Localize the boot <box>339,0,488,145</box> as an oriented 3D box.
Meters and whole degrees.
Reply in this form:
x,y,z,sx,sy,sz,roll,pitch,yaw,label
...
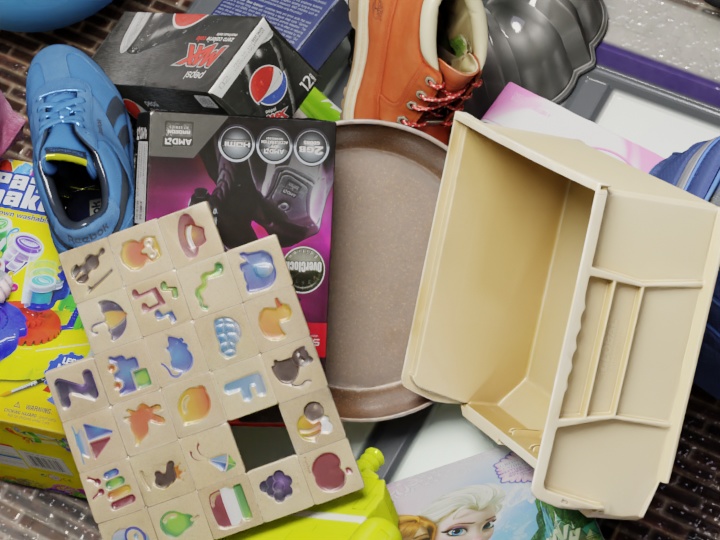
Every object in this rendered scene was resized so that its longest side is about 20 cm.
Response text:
x,y,z,sx,sy,sz,roll,pitch,yaw,label
0.041,-0.121,1.403,0.075,0.201,0.107,-16,28,-28,boot

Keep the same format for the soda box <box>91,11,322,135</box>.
x,y,z,sx,sy,sz,roll,pitch,yaw,label
-0.116,-0.134,1.420,0.200,0.063,0.071,12,63,55,soda box

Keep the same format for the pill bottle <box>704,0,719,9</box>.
x,y,z,sx,sy,sz,roll,pitch,yaw,label
0.310,-0.220,1.457,0.200,0.106,0.106,29,71,24,pill bottle

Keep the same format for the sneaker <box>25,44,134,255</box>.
x,y,z,sx,sy,sz,roll,pitch,yaw,label
-0.189,-0.086,1.364,0.066,0.078,0.200,-18,57,2,sneaker

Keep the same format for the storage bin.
x,y,z,sx,sy,sz,roll,pitch,yaw,label
0.117,0.025,1.253,0.093,0.199,0.200,6,13,-24,storage bin

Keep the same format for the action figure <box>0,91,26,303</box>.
x,y,z,sx,sy,sz,roll,pitch,yaw,label
-0.289,-0.066,1.338,0.134,0.149,0.200,7,48,8,action figure

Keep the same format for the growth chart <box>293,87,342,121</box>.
x,y,z,sx,sy,sz,roll,pitch,yaw,label
-0.045,-0.038,1.428,0.018,0.145,0.200,-23,39,53,growth chart

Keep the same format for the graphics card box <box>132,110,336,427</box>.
x,y,z,sx,sy,sz,roll,pitch,yaw,label
-0.083,0.000,1.310,0.125,0.051,0.201,3,91,-16,graphics card box

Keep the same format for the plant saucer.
x,y,z,sx,sy,sz,roll,pitch,yaw,label
0.000,0.000,1.366,0.200,0.034,0.201,0,92,-3,plant saucer

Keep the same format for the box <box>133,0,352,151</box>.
x,y,z,sx,sy,sz,roll,pitch,yaw,label
-0.082,-0.156,1.509,0.121,0.032,0.200,26,75,48,box

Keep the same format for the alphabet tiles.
x,y,z,sx,sy,sz,roll,pitch,yaw,label
-0.108,0.067,1.268,0.167,0.008,0.200,-19,90,5,alphabet tiles

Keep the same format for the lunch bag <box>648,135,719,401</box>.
x,y,z,sx,sy,sz,roll,pitch,yaw,label
0.266,0.009,1.287,0.200,0.132,0.136,34,72,-13,lunch bag

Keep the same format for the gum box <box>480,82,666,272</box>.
x,y,z,sx,sy,sz,roll,pitch,yaw,label
0.156,-0.031,1.406,0.200,0.066,0.114,29,70,23,gum box

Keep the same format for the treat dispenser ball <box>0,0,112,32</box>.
x,y,z,sx,sy,sz,roll,pitch,yaw,label
-0.253,-0.281,1.548,0.200,0.201,0.201,-5,61,9,treat dispenser ball

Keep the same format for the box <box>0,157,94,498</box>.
x,y,z,sx,sy,sz,roll,pitch,yaw,label
-0.222,0.039,1.414,0.199,0.122,0.193,9,63,16,box

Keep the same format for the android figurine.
x,y,z,sx,sy,sz,roll,pitch,yaw,label
-0.055,0.176,1.277,0.182,0.041,0.200,2,36,39,android figurine

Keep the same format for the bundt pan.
x,y,z,sx,sy,sz,roll,pitch,yaw,label
0.081,-0.204,1.512,0.201,0.076,0.202,-4,61,8,bundt pan

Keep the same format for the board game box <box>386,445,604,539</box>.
x,y,z,sx,sy,sz,roll,pitch,yaw,label
0.053,0.191,1.264,0.200,0.041,0.200,-19,26,0,board game box
